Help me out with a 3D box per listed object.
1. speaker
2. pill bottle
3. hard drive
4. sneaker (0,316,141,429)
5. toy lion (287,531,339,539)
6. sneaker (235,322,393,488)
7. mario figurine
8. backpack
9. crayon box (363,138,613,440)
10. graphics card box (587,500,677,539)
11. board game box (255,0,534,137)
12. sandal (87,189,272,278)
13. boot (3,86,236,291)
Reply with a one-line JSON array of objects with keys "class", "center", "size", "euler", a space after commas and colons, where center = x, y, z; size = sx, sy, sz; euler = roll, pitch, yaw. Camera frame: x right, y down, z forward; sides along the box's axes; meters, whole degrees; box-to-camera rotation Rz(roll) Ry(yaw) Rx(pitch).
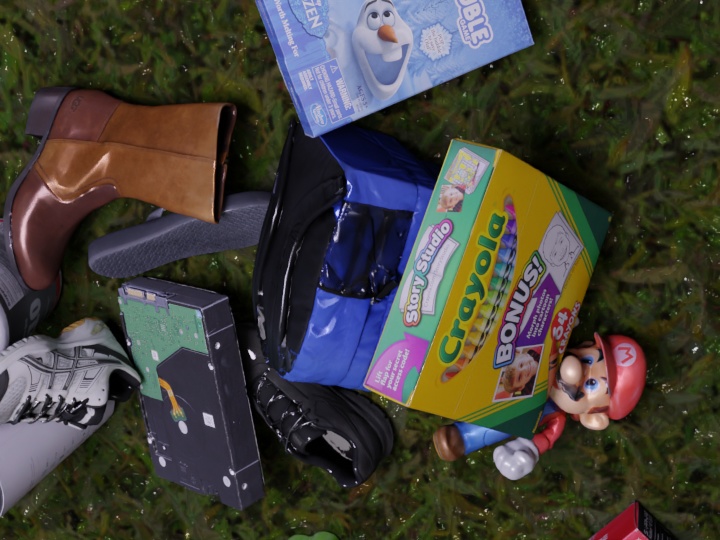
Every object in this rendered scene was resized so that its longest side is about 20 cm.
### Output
[{"class": "speaker", "center": [-0.309, 0.154, 1.118], "size": [0.080, 0.200, 0.082], "euler": [7, 113, 17]}, {"class": "pill bottle", "center": [-0.354, 0.036, 1.085], "size": [0.112, 0.200, 0.116], "euler": [2, 111, 7]}, {"class": "hard drive", "center": [-0.159, 0.112, 1.126], "size": [0.139, 0.038, 0.203], "euler": [9, 116, 44]}, {"class": "sneaker", "center": [-0.268, 0.105, 1.072], "size": [0.088, 0.200, 0.076], "euler": [47, 121, 8]}, {"class": "toy lion", "center": [-0.014, 0.357, 1.206], "size": [0.197, 0.069, 0.195], "euler": [-1, 102, 14]}, {"class": "sneaker", "center": [-0.058, 0.123, 1.110], "size": [0.199, 0.091, 0.076], "euler": [35, 116, 1]}, {"class": "mario figurine", "center": [0.149, 0.099, 1.043], "size": [0.198, 0.106, 0.125], "euler": [-19, 103, 21]}, {"class": "backpack", "center": [0.000, 0.000, 1.007], "size": [0.166, 0.163, 0.202], "euler": [13, 109, -18]}, {"class": "crayon box", "center": [0.106, 0.020, 0.954], "size": [0.058, 0.172, 0.203], "euler": [19, 90, 42]}, {"class": "graphics card box", "center": [0.282, 0.327, 1.123], "size": [0.200, 0.051, 0.125], "euler": [43, 113, -5]}, {"class": "board game box", "center": [0.014, -0.235, 0.939], "size": [0.197, 0.043, 0.202], "euler": [-24, 106, -9]}, {"class": "sandal", "center": [-0.160, -0.043, 1.087], "size": [0.197, 0.076, 0.043], "euler": [-14, 65, 16]}, {"class": "boot", "center": [-0.207, -0.062, 1.061], "size": [0.197, 0.068, 0.191], "euler": [10, 82, 20]}]
